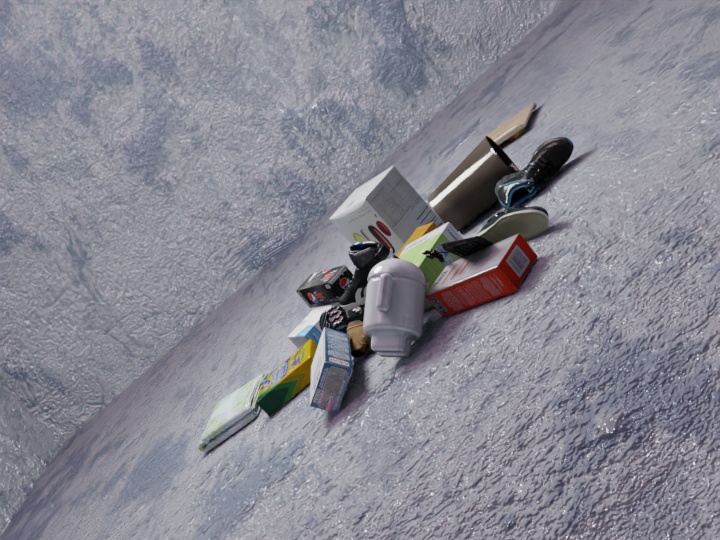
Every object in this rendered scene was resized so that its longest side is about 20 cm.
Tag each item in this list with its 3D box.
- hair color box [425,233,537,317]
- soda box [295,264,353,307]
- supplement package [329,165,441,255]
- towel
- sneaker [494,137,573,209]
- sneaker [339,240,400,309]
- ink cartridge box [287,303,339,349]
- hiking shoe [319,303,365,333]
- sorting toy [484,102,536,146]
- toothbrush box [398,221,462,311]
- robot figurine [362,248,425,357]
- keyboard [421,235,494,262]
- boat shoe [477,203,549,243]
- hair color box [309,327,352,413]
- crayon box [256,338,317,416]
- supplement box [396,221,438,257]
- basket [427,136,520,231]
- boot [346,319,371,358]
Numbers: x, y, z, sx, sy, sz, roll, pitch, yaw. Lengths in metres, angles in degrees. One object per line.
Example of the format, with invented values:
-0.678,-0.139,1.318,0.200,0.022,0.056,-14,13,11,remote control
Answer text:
0.221,0.012,1.466,0.200,0.061,0.102,-25,21,51,hair color box
-0.083,0.041,1.978,0.071,0.063,0.200,-48,16,-25,soda box
0.065,-0.133,2.107,0.147,0.200,0.191,-50,14,-31,supplement package
-0.316,0.352,1.995,0.200,0.048,0.171,-37,13,22,towel
0.383,-0.203,1.712,0.200,0.073,0.082,-43,27,24,sneaker
0.000,0.000,1.670,0.200,0.112,0.073,-33,15,40,sneaker
-0.079,0.119,2.002,0.200,0.068,0.115,-48,15,-22,ink cartridge box
0.008,0.099,1.791,0.200,0.087,0.075,-18,57,14,hiking shoe
0.423,-0.399,2.302,0.185,0.036,0.200,-33,11,37,sorting toy
0.130,0.006,1.702,0.146,0.086,0.200,-30,19,46,toothbrush box
0.066,0.063,1.516,0.113,0.170,0.200,0,71,15,robot figurine
0.193,-0.035,1.521,0.127,0.021,0.200,-11,-10,20,keyboard
0.302,-0.096,1.551,0.066,0.074,0.199,-62,11,-26,boat shoe
-0.061,0.199,1.609,0.200,0.060,0.100,-98,25,-74,hair color box
-0.152,0.240,1.863,0.200,0.052,0.126,-40,13,8,crayon box
0.125,-0.026,1.875,0.069,0.067,0.200,-26,21,52,supplement box
0.268,-0.198,1.875,0.200,0.136,0.180,-42,17,19,basket
0.028,0.136,1.664,0.200,0.074,0.076,-32,34,55,boot
